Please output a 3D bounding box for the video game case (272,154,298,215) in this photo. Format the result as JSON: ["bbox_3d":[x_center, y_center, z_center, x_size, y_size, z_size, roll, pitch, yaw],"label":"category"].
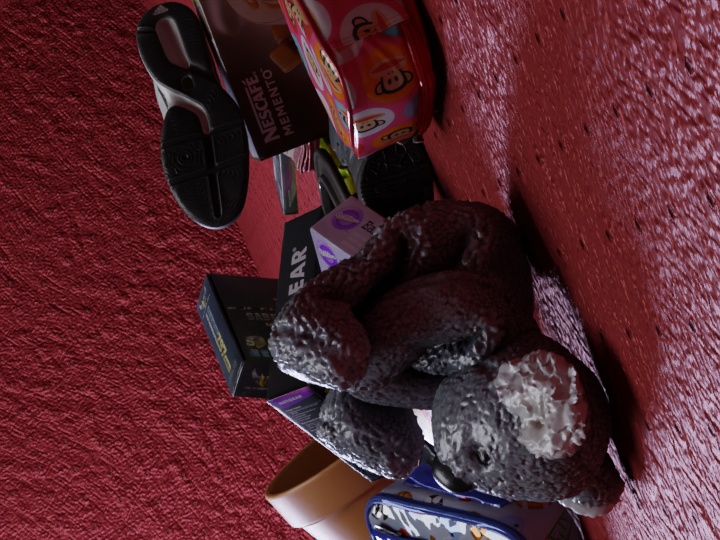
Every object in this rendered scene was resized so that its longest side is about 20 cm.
[{"bbox_3d":[-0.083,-0.172,2.079,0.143,0.019,0.200,-108,15,-71],"label":"video game case"}]

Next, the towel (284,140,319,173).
[{"bbox_3d":[-0.084,-0.189,1.962,0.200,0.023,0.144,-137,42,-59],"label":"towel"}]

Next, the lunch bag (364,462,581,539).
[{"bbox_3d":[0.091,0.233,1.607,0.200,0.076,0.160,7,123,47],"label":"lunch bag"}]

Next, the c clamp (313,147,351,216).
[{"bbox_3d":[0.000,0.000,1.731,0.171,0.027,0.200,81,166,-63],"label":"c clamp"}]

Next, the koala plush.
[{"bbox_3d":[0.080,0.069,1.285,0.200,0.184,0.177,40,167,32],"label":"koala plush"}]

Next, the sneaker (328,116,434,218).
[{"bbox_3d":[0.011,-0.101,1.635,0.104,0.060,0.200,97,156,-75],"label":"sneaker"}]

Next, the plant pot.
[{"bbox_3d":[0.027,0.211,1.995,0.140,0.200,0.200,53,175,-7],"label":"plant pot"}]

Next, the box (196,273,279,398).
[{"bbox_3d":[-0.056,0.071,2.131,0.158,0.200,0.051,-118,40,-52],"label":"box"}]

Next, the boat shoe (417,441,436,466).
[{"bbox_3d":[0.076,0.174,1.708,0.200,0.062,0.075,46,168,26],"label":"boat shoe"}]

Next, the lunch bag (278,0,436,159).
[{"bbox_3d":[-0.015,-0.182,1.459,0.176,0.082,0.200,88,160,-73],"label":"lunch bag"}]

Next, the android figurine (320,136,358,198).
[{"bbox_3d":[-0.022,-0.100,1.995,0.182,0.041,0.200,-120,13,-54],"label":"android figurine"}]

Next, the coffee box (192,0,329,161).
[{"bbox_3d":[-0.074,-0.205,1.742,0.080,0.114,0.200,-157,47,-81],"label":"coffee box"}]

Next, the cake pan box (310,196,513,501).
[{"bbox_3d":[0.052,0.057,1.551,0.200,0.052,0.184,35,150,40],"label":"cake pan box"}]

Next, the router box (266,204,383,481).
[{"bbox_3d":[-0.012,0.064,1.807,0.149,0.051,0.200,40,-141,-38],"label":"router box"}]

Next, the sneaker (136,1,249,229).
[{"bbox_3d":[-0.130,-0.120,1.743,0.115,0.076,0.201,61,-167,-74],"label":"sneaker"}]
